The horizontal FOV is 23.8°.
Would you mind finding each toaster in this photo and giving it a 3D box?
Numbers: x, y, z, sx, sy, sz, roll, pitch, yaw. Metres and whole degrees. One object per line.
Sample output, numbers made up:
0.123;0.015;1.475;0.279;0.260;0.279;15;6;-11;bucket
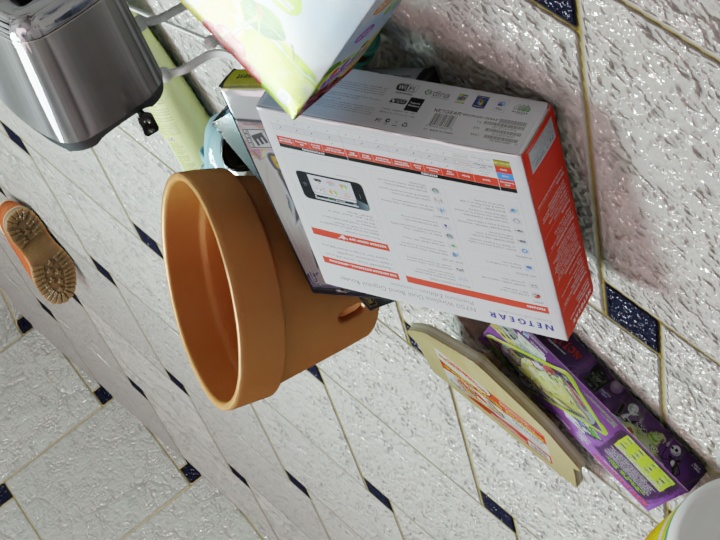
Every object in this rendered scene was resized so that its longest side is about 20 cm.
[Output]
-0.240;-0.186;1.345;0.200;0.113;0.130;39;159;44;toaster

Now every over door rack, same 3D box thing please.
-0.178;-0.231;1.391;0.200;0.067;0.148;38;162;29;over door rack

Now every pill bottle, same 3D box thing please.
0.267;0.230;1.287;0.113;0.113;0.200;42;164;12;pill bottle

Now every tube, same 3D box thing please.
-0.187;-0.175;1.606;0.058;0.052;0.201;-15;124;24;tube

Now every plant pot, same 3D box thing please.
-0.073;0.003;1.435;0.200;0.139;0.202;167;90;-69;plant pot

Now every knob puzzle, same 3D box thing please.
0.122;0.101;1.477;0.219;0.030;0.220;41;172;7;knob puzzle

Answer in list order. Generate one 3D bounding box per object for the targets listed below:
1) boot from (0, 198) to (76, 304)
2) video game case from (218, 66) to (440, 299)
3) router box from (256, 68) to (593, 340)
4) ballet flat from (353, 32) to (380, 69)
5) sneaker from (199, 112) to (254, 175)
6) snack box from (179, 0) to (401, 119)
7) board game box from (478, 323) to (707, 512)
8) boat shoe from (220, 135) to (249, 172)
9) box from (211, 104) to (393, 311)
-0.553;-0.036;2.906;0.107;0.075;0.201;29;149;55;boot
0.006;-0.059;1.244;0.179;0.026;0.201;4;132;36;video game case
0.045;-0.047;1.147;0.198;0.049;0.180;14;144;28;router box
-0.070;-0.205;1.140;0.070;0.068;0.200;-23;116;39;ballet flat
-0.112;-0.085;1.601;0.082;0.074;0.200;50;159;18;sneaker
-0.045;-0.209;0.992;0.169;0.068;0.200;45;146;3;snack box
0.181;0.105;1.360;0.200;0.032;0.120;45;161;6;board game box
-0.071;-0.121;1.381;0.072;0.065;0.200;50;162;-2;boat shoe
-0.004;-0.068;1.296;0.200;0.038;0.136;50;142;-16;box
